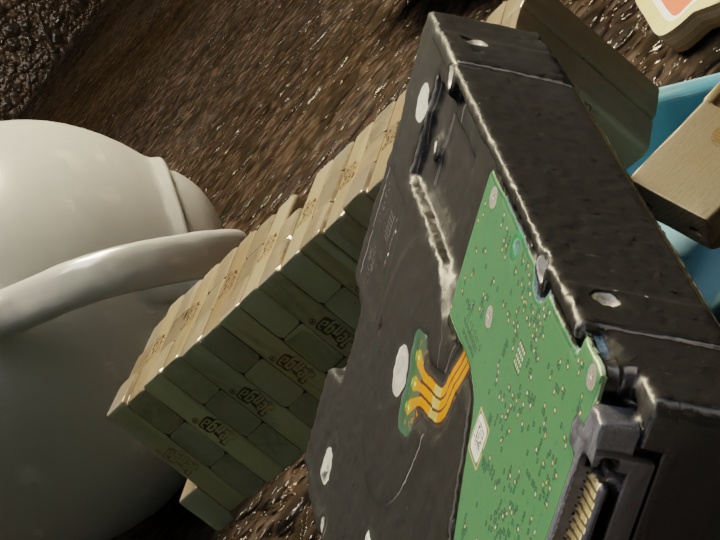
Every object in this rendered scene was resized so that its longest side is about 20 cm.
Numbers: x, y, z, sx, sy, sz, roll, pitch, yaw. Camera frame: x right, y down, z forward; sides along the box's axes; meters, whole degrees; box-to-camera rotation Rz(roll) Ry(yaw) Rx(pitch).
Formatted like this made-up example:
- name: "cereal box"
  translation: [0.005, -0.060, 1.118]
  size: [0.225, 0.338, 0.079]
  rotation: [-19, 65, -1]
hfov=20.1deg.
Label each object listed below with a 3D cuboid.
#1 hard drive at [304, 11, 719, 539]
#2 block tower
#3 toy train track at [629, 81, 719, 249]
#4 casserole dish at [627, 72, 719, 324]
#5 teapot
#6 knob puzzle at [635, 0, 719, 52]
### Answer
- name: "hard drive"
  translation: [0.029, 0.040, 0.462]
  size: [0.200, 0.037, 0.141]
  rotation: [-106, 28, -63]
- name: "block tower"
  translation: [0.000, 0.000, 0.620]
  size: [0.200, 0.058, 0.054]
  rotation: [-43, 16, 34]
- name: "toy train track"
  translation: [0.137, -0.072, 0.496]
  size: [0.114, 0.033, 0.200]
  rotation: [30, 64, 33]
- name: "casserole dish"
  translation: [0.078, 0.003, 0.564]
  size: [0.122, 0.039, 0.200]
  rotation: [-54, 16, -15]
- name: "teapot"
  translation: [-0.108, 0.019, 0.863]
  size: [0.145, 0.199, 0.201]
  rotation: [-15, 39, -6]
- name: "knob puzzle"
  translation: [0.159, -0.164, 0.741]
  size: [0.220, 0.030, 0.220]
  rotation: [-47, 15, 17]
